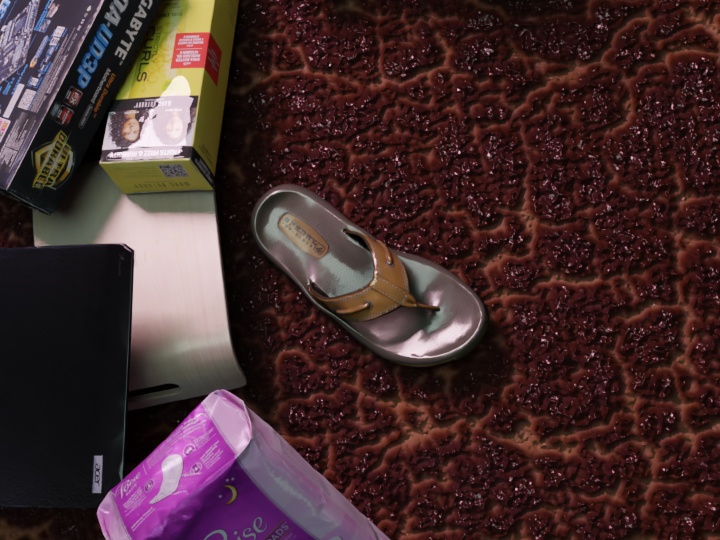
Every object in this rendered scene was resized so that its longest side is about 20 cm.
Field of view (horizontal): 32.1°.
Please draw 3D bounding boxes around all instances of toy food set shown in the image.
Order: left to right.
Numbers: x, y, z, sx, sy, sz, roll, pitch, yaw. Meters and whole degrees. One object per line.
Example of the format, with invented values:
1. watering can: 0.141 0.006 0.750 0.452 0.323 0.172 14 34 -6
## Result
1. toy food set: -0.165 0.002 0.939 0.142 0.060 0.201 -12 69 8

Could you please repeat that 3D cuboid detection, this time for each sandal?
1. sandal: 0.000 0.000 0.905 0.200 0.055 0.082 38 88 14

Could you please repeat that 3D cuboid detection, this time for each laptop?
1. laptop: -0.236 0.080 0.895 0.103 0.200 0.179 5 78 -22

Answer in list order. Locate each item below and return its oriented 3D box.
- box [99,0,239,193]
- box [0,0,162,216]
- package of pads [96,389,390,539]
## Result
1. box: -0.138 -0.157 0.937 0.075 0.050 0.201 0 65 14
2. box: -0.239 -0.153 0.940 0.158 0.046 0.201 18 81 47
3. package of pads: -0.061 0.183 0.820 0.120 0.200 0.076 -44 31 -2
